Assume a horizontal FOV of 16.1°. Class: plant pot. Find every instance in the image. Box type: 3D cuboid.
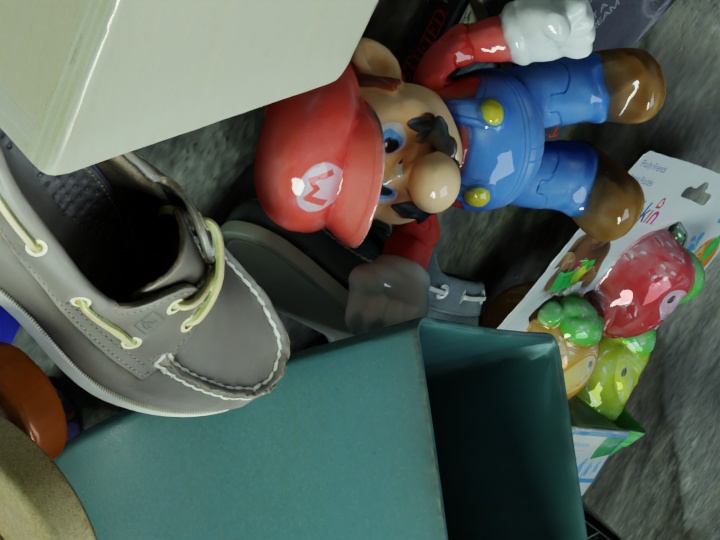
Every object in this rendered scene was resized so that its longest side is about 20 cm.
[{"bbox_3d":[-0.026,0.110,1.028,0.199,0.143,0.141,-12,171,26],"label":"plant pot"}]

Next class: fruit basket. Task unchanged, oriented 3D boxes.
[{"bbox_3d":[0.122,0.030,1.306,0.200,0.094,0.185,-46,157,16],"label":"fruit basket"}]

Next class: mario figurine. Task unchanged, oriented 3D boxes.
[{"bbox_3d":[0.047,-0.042,1.024,0.199,0.124,0.106,-7,167,-39],"label":"mario figurine"}]

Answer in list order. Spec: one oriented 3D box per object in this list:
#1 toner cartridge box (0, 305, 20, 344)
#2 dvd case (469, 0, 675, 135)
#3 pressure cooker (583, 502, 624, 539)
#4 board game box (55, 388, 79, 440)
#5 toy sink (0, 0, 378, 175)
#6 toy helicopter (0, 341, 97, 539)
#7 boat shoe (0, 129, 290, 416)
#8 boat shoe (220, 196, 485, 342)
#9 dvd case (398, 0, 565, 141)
[{"bbox_3d":[-0.195,0.074,0.903,0.095,0.043,0.201,4,118,-58],"label":"toner cartridge box"},{"bbox_3d":[0.107,-0.151,1.074,0.149,0.016,0.200,-46,155,-5],"label":"dvd case"},{"bbox_3d":[0.095,0.214,1.419,0.176,0.200,0.178,-52,154,12],"label":"pressure cooker"},{"bbox_3d":[-0.180,0.131,1.036,0.199,0.039,0.159,-18,142,-49],"label":"board game box"},{"bbox_3d":[-0.050,-0.149,0.757,0.130,0.112,0.201,-23,151,-42],"label":"toy sink"},{"bbox_3d":[-0.119,0.133,0.899,0.079,0.132,0.201,-34,148,-36],"label":"toy helicopter"},{"bbox_3d":[-0.084,-0.005,0.882,0.200,0.059,0.072,40,57,-42],"label":"boat shoe"},{"bbox_3d":[0.000,0.000,1.115,0.200,0.072,0.062,37,73,-56],"label":"boat shoe"},{"bbox_3d":[0.077,-0.119,1.117,0.146,0.022,0.201,-15,139,-50],"label":"dvd case"}]
